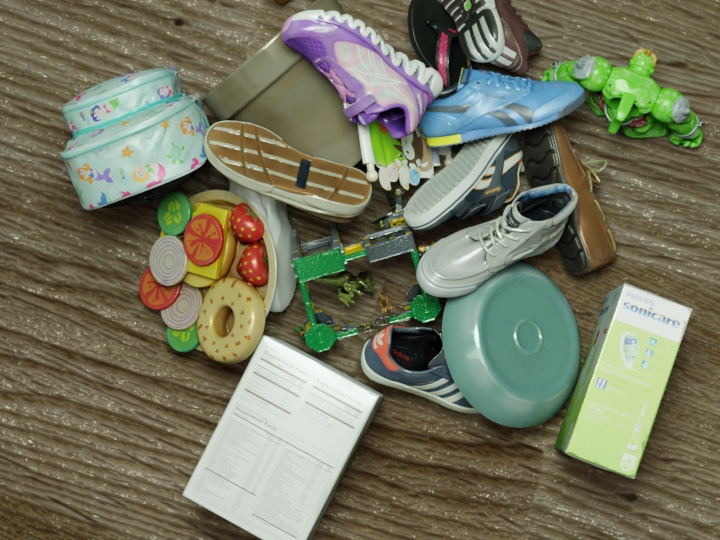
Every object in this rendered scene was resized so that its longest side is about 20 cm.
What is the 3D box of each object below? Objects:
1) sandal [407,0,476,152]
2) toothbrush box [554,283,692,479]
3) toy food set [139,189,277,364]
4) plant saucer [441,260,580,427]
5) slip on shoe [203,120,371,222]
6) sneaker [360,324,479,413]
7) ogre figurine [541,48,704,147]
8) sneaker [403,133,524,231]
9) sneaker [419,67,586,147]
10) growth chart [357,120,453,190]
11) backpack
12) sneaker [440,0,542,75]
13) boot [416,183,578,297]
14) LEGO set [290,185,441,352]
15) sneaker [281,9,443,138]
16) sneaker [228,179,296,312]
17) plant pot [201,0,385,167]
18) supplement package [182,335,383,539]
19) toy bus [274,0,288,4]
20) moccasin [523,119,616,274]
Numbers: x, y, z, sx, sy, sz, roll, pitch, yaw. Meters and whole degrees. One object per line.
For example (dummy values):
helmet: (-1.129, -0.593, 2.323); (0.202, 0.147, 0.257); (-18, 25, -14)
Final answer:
sandal: (0.115, -0.244, 1.505); (0.075, 0.045, 0.202); (-18, 88, -35)
toothbrush box: (0.299, 0.127, 1.423); (0.085, 0.146, 0.202); (21, 87, 6)
toy food set: (-0.182, 0.004, 1.477); (0.196, 0.048, 0.202); (14, 97, 33)
plant saucer: (0.187, 0.080, 1.437); (0.198, 0.036, 0.202); (8, 74, -28)
slip on shoe: (-0.085, -0.108, 1.409); (0.198, 0.061, 0.077); (17, 64, -6)
sneaker: (0.103, 0.110, 1.444); (0.198, 0.085, 0.076); (12, 57, -14)
ogre figurine: (0.317, -0.203, 1.465); (0.200, 0.120, 0.098); (44, 89, 6)
sneaker: (0.132, -0.095, 1.454); (0.200, 0.078, 0.080); (-45, 116, -31)
sneaker: (0.159, -0.201, 1.434); (0.198, 0.066, 0.079); (-10, 110, 16)
growth chart: (0.051, -0.168, 1.459); (0.018, 0.199, 0.146); (-15, 88, 35)
backpack: (-0.261, -0.150, 1.436); (0.176, 0.200, 0.152); (-20, 109, 2)
sneaker: (0.163, -0.313, 1.515); (0.075, 0.115, 0.202); (-35, 48, 35)
boot: (0.155, -0.043, 1.396); (0.199, 0.096, 0.074); (-26, 68, -26)
LEGO set: (0.000, 0.000, 1.491); (0.198, 0.116, 0.155); (-23, 113, 5)
sneaker: (-0.001, -0.208, 1.345); (0.199, 0.080, 0.089); (26, 73, -27)
sneaker: (-0.132, -0.044, 1.512); (0.088, 0.075, 0.202); (-11, 78, 15)
plant pot: (-0.058, -0.201, 1.466); (0.200, 0.200, 0.174); (-41, 99, -1)
supplement package: (-0.084, 0.200, 1.437); (0.150, 0.152, 0.201); (27, 87, 5)
toy bus: (-0.028, -0.398, 1.532); (0.200, 0.065, 0.078); (-40, 85, -1)
moccasin: (0.256, -0.098, 1.483); (0.077, 0.074, 0.203); (-21, 85, -31)
